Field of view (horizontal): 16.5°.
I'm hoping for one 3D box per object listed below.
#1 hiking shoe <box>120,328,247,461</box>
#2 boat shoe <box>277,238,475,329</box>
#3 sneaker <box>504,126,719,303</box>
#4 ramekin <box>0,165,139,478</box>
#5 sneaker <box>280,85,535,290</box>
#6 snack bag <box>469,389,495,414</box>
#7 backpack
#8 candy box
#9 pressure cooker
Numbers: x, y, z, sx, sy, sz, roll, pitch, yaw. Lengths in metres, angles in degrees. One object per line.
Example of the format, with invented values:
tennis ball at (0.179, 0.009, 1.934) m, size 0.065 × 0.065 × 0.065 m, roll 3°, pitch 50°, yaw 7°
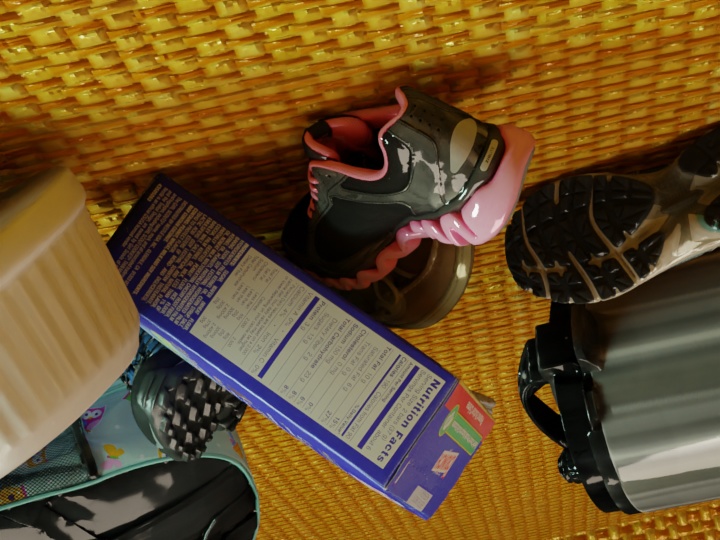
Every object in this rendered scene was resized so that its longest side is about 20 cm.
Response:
hiking shoe at (-0.121, 0.067, 1.523) m, size 0.087 × 0.075 × 0.200 m, roll 24°, pitch -178°, yaw 8°
boat shoe at (0.000, -0.002, 1.444) m, size 0.063 × 0.073 × 0.201 m, roll 6°, pitch 171°, yaw -27°
sneaker at (0.183, -0.028, 1.479) m, size 0.200 × 0.078 × 0.086 m, roll -18°, pitch 169°, yaw 25°
ramekin at (-0.198, 0.044, 1.202) m, size 0.202 × 0.094 × 0.202 m, roll -33°, pitch -168°, yaw 8°
sneaker at (0.003, -0.049, 1.281) m, size 0.095 × 0.079 × 0.200 m, roll 27°, pitch 155°, yaw -23°
snack bag at (-0.018, 0.053, 1.528) m, size 0.188 × 0.021 × 0.200 m, roll 20°, pitch 180°, yaw 11°
backpack at (-0.172, 0.143, 1.659) m, size 0.200 × 0.153 × 0.176 m, roll -13°, pitch 140°, yaw -3°
candy box at (-0.034, 0.045, 1.343) m, size 0.077 × 0.200 × 0.169 m, roll -54°, pitch 167°, yaw -4°
pressure cooker at (0.209, 0.075, 1.697) m, size 0.200 × 0.176 × 0.179 m, roll -13°, pitch -164°, yaw 18°
